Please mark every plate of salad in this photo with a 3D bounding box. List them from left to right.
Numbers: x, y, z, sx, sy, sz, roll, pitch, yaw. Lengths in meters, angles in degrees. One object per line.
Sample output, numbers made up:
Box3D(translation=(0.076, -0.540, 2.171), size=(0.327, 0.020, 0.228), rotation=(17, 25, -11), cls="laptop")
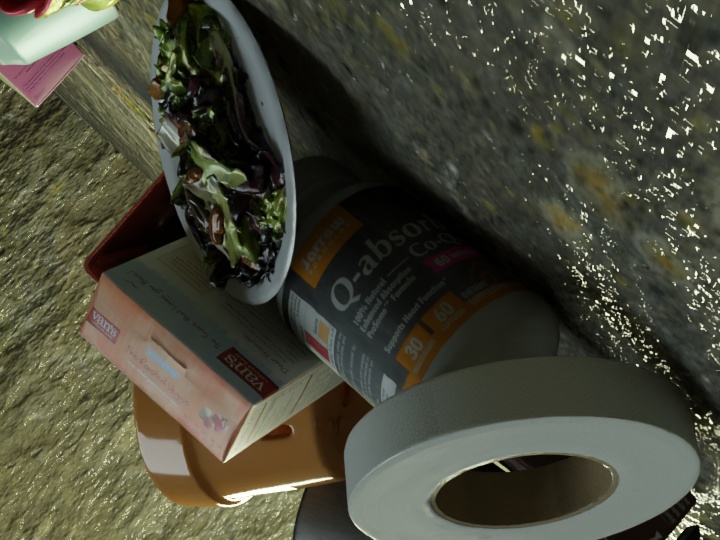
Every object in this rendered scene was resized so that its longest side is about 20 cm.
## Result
Box3D(translation=(-0.095, -0.075, 0.839), size=(0.200, 0.048, 0.202), rotation=(35, 132, 50), cls="plate of salad")

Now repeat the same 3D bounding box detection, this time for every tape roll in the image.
Box3D(translation=(0.089, 0.110, 0.776), size=(0.203, 0.201, 0.037), rotation=(50, -151, -54), cls="tape roll")

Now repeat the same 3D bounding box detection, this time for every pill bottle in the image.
Box3D(translation=(0.018, 0.017, 0.859), size=(0.200, 0.117, 0.116), rotation=(39, 174, 34), cls="pill bottle")

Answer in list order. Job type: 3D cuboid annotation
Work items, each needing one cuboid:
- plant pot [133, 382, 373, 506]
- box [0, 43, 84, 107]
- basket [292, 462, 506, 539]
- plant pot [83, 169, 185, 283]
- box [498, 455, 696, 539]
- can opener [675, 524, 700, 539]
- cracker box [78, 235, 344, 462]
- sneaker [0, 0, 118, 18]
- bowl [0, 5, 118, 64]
Box3D(translation=(-0.070, 0.093, 1.102), size=(0.139, 0.202, 0.200), rotation=(1, 156, 23), cls="plant pot")
Box3D(translation=(-0.480, -0.328, 1.783), size=(0.200, 0.097, 0.176), rotation=(45, 174, -32), cls="box")
Box3D(translation=(0.068, 0.216, 1.158), size=(0.199, 0.182, 0.136), rotation=(21, 171, 30), cls="basket")
Box3D(translation=(-0.184, -0.020, 1.669), size=(0.200, 0.200, 0.176), rotation=(42, -175, -4), cls="plant pot")
Box3D(translation=(0.153, 0.135, 1.057), size=(0.100, 0.075, 0.200), rotation=(46, 175, -30), cls="box")
Box3D(translation=(0.205, 0.279, 1.127), size=(0.063, 0.200, 0.079), rotation=(45, -177, 12), cls="can opener")
Box3D(translation=(-0.074, 0.033, 0.937), size=(0.134, 0.058, 0.200), rotation=(39, -148, 16), cls="cracker box")
Box3D(translation=(-0.200, -0.199, 0.883), size=(0.078, 0.091, 0.200), rotation=(40, 176, 3), cls="sneaker")
Box3D(translation=(-0.316, -0.254, 1.187), size=(0.200, 0.105, 0.201), rotation=(41, 173, 6), cls="bowl")
